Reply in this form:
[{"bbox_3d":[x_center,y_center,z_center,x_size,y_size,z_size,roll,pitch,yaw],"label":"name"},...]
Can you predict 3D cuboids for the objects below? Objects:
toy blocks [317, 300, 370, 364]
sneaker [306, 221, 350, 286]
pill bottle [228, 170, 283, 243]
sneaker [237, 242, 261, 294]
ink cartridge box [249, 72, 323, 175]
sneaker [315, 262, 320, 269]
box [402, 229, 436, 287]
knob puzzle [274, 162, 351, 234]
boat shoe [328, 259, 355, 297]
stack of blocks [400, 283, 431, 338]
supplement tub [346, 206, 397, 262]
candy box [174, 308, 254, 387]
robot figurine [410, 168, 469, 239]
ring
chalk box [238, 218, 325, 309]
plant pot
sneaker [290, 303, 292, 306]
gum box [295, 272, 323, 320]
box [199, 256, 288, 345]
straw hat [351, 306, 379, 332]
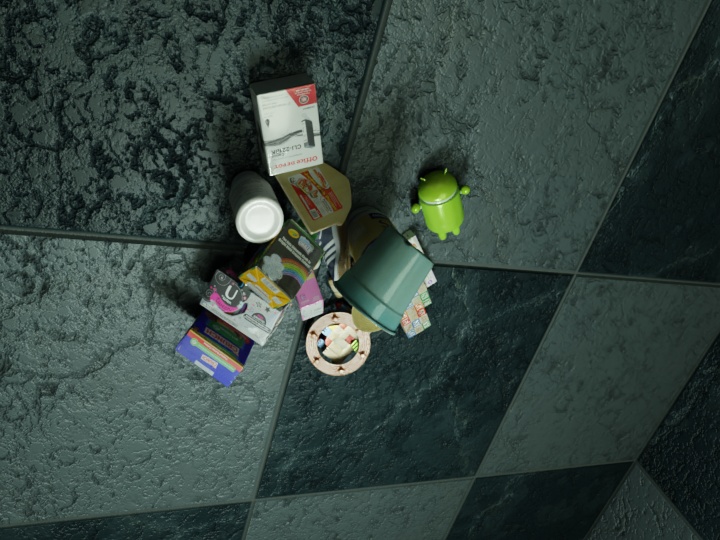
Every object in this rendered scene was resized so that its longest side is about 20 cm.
[{"bbox_3d":[-0.066,0.188,1.914,0.136,0.100,0.200,38,102,-26],"label":"toy blocks"},{"bbox_3d":[-0.089,-0.049,1.693,0.070,0.106,0.207,-7,95,-63],"label":"sneaker"},{"bbox_3d":[-0.255,-0.160,1.506,0.111,0.201,0.117,-9,121,-15],"label":"pill bottle"},{"bbox_3d":[-0.257,-0.020,1.615,0.081,0.204,0.073,28,138,-24],"label":"sneaker"},{"bbox_3d":[-0.173,-0.345,1.497,0.140,0.084,0.205,-15,128,-15],"label":"ink cartridge box"},{"bbox_3d":[-0.165,-0.041,1.688,0.074,0.116,0.200,-42,130,7],"label":"sneaker"},{"bbox_3d":[0.176,-0.034,1.894,0.038,0.042,0.202,-31,128,-1],"label":"box"},{"bbox_3d":[-0.103,-0.194,1.590,0.214,0.226,0.030,9,149,-29],"label":"knob puzzle"},{"bbox_3d":[0.000,0.000,1.818,0.197,0.071,0.066,-33,108,-6],"label":"boat shoe"},{"bbox_3d":[0.160,0.102,1.967,0.113,0.059,0.203,-28,129,-4],"label":"stack of blocks"},{"bbox_3d":[0.041,-0.070,1.705,0.141,0.201,0.149,-12,127,-16],"label":"supplement tub"},{"bbox_3d":[-0.376,0.192,1.662,0.168,0.201,0.077,38,105,-10],"label":"candy box"},{"bbox_3d":[0.226,-0.189,1.762,0.171,0.117,0.203,-19,129,4],"label":"robot figurine"},{"bbox_3d":[-0.066,0.222,1.876,0.194,0.019,0.207,-1,107,-3],"label":"ring"},{"bbox_3d":[-0.179,-0.031,1.526,0.125,0.123,0.202,43,60,-16],"label":"chalk box"},{"bbox_3d":[0.067,0.015,1.531,0.199,0.200,0.198,34,98,-37],"label":"plant pot"},{"bbox_3d":[-0.251,0.109,1.775,0.109,0.078,0.205,4,120,-25],"label":"sneaker"},{"bbox_3d":[-0.148,0.057,1.703,0.064,0.116,0.200,-19,168,-8],"label":"gum box"},{"bbox_3d":[-0.294,0.076,1.644,0.197,0.132,0.116,33,109,0],"label":"box"},{"bbox_3d":[0.040,0.076,1.846,0.196,0.086,0.205,-19,135,-19],"label":"straw hat"}]
